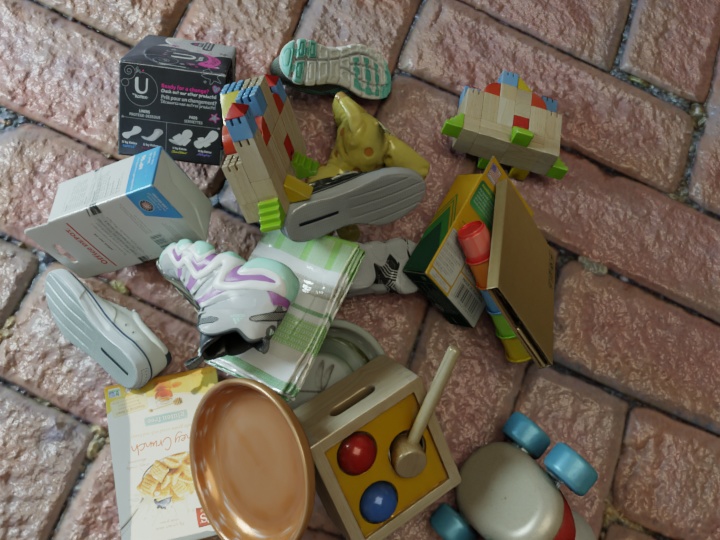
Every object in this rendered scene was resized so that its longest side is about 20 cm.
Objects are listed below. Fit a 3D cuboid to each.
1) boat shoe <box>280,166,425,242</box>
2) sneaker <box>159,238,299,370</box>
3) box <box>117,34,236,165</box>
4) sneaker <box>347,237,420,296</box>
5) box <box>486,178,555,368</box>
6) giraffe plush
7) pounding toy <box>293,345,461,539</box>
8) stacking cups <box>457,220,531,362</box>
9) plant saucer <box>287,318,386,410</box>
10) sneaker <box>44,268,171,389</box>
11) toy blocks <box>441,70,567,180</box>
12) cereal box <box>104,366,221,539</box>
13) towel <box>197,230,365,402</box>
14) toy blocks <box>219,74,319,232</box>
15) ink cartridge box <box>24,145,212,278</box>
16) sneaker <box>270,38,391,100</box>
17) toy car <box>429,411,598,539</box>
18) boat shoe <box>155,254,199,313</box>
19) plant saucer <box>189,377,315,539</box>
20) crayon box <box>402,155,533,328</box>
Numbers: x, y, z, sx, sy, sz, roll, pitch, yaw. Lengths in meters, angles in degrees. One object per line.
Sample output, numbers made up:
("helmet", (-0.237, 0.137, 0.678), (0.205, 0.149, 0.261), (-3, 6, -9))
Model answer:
("boat shoe", (-0.015, -0.095, 0.892), (0.196, 0.073, 0.071), (-14, 39, -22))
("sneaker", (-0.177, 0.046, 0.837), (0.197, 0.078, 0.142), (9, 66, 31))
("box", (-0.229, -0.227, 0.938), (0.129, 0.201, 0.117), (5, 116, -8))
("sneaker", (0.000, 0.000, 0.991), (0.198, 0.114, 0.077), (0, 83, -48))
("box", (0.217, 0.001, 0.966), (0.164, 0.021, 0.202), (49, 39, -32))
("giraffe plush", (-0.014, -0.131, 0.997), (0.172, 0.200, 0.163), (38, 100, -1))
("pounding toy", (0.035, 0.199, 0.867), (0.198, 0.142, 0.187), (-29, 110, -17))
("stacking cups", (0.183, 0.028, 0.980), (0.060, 0.060, 0.202), (-37, 110, -18))
("plant saucer", (-0.055, 0.157, 0.926), (0.196, 0.050, 0.205), (-4, 100, -24))
("sneaker", (-0.322, 0.070, 0.922), (0.200, 0.074, 0.070), (43, 31, 16))
("toy blocks", (0.224, -0.233, 1.094), (0.196, 0.100, 0.139), (15, 62, -4))
("cereal box", (-0.232, 0.233, 0.899), (0.141, 0.040, 0.204), (-10, 76, -13))
("towel", (-0.097, 0.038, 0.869), (0.147, 0.031, 0.203), (19, 74, 25))
("toy blocks", (-0.118, -0.158, 0.846), (0.098, 0.138, 0.202), (-10, 36, 15))
("ink cartridge box", (-0.300, -0.067, 0.905), (0.196, 0.116, 0.069), (-15, 51, 19))
("sneaker", (-0.045, -0.292, 1.068), (0.197, 0.091, 0.079), (4, 90, -34))
("toy car", (0.226, 0.326, 0.919), (0.185, 0.176, 0.200), (-48, 115, -6))
("boat shoe", (-0.181, 0.035, 0.947), (0.074, 0.073, 0.200), (-43, 78, -13))
("plant saucer", (-0.120, 0.221, 0.823), (0.037, 0.199, 0.204), (-5, 70, -50))
("crayon box", (0.154, -0.041, 1.013), (0.126, 0.051, 0.202), (45, 68, -32))
